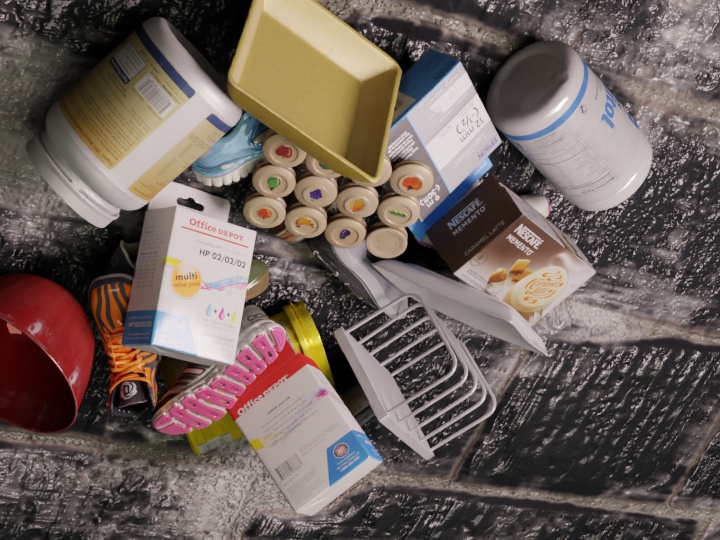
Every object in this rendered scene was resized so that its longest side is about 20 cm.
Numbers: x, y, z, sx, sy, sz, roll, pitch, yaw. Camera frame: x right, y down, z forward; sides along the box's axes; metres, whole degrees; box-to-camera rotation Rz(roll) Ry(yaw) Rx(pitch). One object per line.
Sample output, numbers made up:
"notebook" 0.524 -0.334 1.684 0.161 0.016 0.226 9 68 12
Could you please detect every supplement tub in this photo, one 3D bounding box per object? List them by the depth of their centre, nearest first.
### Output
"supplement tub" -0.242 -0.155 1.442 0.200 0.144 0.144 -40 130 5
"supplement tub" 0.259 -0.177 1.673 0.132 0.132 0.200 -45 130 9

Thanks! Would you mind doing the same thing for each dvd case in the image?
"dvd case" -0.039 0.203 1.771 0.143 0.200 0.018 -38 96 5

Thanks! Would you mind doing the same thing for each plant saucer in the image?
"plant saucer" -0.056 -0.202 1.464 0.200 0.200 0.048 34 133 -23

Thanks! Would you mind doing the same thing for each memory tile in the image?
"memory tile" -0.027 -0.085 1.547 0.200 0.017 0.153 13 135 -11

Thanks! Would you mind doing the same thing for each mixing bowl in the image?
"mixing bowl" -0.377 0.077 1.535 0.108 0.200 0.200 -56 144 -39

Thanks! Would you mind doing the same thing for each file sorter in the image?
"file sorter" 0.077 0.133 1.753 0.124 0.139 0.200 -33 151 6

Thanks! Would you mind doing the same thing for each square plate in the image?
"square plate" 0.131 0.042 1.699 0.028 0.198 0.200 -64 155 -6

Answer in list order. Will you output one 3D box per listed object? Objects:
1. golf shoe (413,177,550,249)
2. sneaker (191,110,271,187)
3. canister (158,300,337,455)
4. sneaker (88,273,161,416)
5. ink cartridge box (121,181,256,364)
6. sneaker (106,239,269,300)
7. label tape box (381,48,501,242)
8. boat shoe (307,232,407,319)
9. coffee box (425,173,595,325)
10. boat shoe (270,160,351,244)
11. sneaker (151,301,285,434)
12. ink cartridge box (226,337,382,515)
"golf shoe" 0.159 -0.085 1.731 0.200 0.075 0.092 -13 107 -29
"sneaker" -0.107 -0.171 1.541 0.200 0.078 0.090 -26 127 -7
"canister" -0.143 0.140 1.735 0.200 0.087 0.149 -22 128 -8
"sneaker" -0.266 0.097 1.572 0.077 0.112 0.200 -9 141 2
"ink cartridge box" -0.191 -0.001 1.542 0.115 0.068 0.200 17 76 -38
"sneaker" -0.203 -0.007 1.613 0.200 0.067 0.090 -6 130 -18
"label tape box" 0.090 -0.137 1.599 0.143 0.066 0.200 -45 130 -12
"boat shoe" 0.000 0.000 1.726 0.057 0.069 0.200 -10 144 25
"coffee box" 0.188 -0.022 1.676 0.114 0.080 0.200 -41 141 13
"boat shoe" -0.047 -0.127 1.608 0.074 0.076 0.200 33 96 -33
"sneaker" -0.179 0.113 1.629 0.200 0.087 0.074 -44 139 10
"ink cartridge box" -0.079 0.183 1.651 0.116 0.200 0.067 -37 160 6
